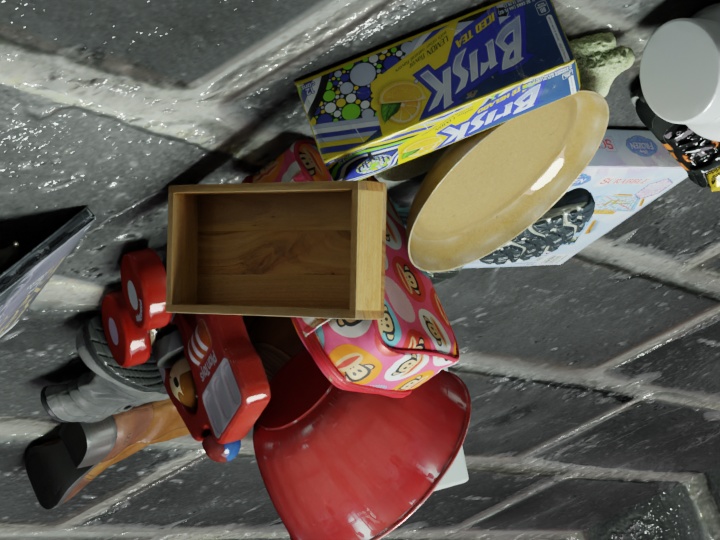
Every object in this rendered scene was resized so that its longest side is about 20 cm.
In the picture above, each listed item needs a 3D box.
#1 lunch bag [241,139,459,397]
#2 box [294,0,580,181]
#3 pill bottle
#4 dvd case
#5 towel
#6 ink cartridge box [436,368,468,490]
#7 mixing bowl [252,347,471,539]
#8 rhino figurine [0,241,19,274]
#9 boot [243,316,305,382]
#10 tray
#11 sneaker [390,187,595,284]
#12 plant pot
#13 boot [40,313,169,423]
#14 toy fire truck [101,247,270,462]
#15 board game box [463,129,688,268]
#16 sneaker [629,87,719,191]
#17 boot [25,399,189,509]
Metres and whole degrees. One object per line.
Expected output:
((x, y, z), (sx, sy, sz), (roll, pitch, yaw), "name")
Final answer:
((0.000, 0.000, 1.684), (0.082, 0.201, 0.176), (-33, 158, 22), "lunch bag")
((0.058, -0.135, 1.564), (0.198, 0.071, 0.064), (-22, 162, 3), "box")
((0.320, -0.160, 1.716), (0.199, 0.113, 0.112), (-2, 155, -44), "pill bottle")
((-0.293, 0.039, 1.659), (0.149, 0.016, 0.200), (-43, 180, -39), "dvd case")
((0.112, -0.130, 1.696), (0.198, 0.037, 0.149), (-13, 159, -24), "towel")
((0.012, 0.113, 1.968), (0.082, 0.202, 0.146), (-7, 175, -36), "ink cartridge box")
((-0.017, 0.128, 1.770), (0.199, 0.201, 0.108), (-30, 117, 27), "mixing bowl")
((-0.343, 0.026, 1.604), (0.199, 0.060, 0.087), (-26, 164, 11), "rhino figurine")
((-0.076, 0.039, 1.914), (0.156, 0.077, 0.200), (-53, -161, -4), "boot")
((-0.065, -0.016, 1.594), (0.199, 0.100, 0.037), (1, 180, 42), "tray")
((0.101, -0.051, 1.818), (0.198, 0.087, 0.078), (-14, 161, 6), "sneaker")
((0.111, -0.077, 1.677), (0.199, 0.028, 0.201), (-31, 155, -16), "plant pot")
((-0.239, 0.102, 1.932), (0.131, 0.070, 0.200), (-21, 158, 17), "boot")
((-0.135, 0.071, 1.783), (0.111, 0.169, 0.200), (-12, 160, -23), "toy fire truck")
((0.178, -0.064, 1.946), (0.199, 0.041, 0.199), (-2, 154, -44), "board game box")
((0.301, -0.116, 1.853), (0.070, 0.091, 0.200), (-27, 161, 20), "sneaker")
((-0.233, 0.167, 2.168), (0.199, 0.069, 0.189), (-17, 155, -37), "boot")
